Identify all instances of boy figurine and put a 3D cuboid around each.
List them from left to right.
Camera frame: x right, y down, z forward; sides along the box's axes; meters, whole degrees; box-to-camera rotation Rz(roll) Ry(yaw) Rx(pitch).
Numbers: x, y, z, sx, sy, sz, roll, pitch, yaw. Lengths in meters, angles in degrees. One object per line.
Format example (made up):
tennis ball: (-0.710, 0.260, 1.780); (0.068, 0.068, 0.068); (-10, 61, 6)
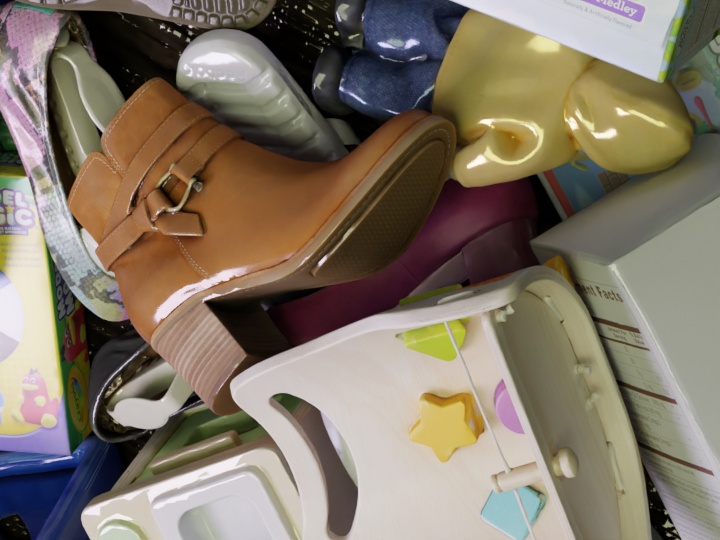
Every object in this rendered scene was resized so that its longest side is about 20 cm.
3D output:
boy figurine: (0.078, -0.099, 1.381); (0.199, 0.064, 0.125); (13, 80, 22)

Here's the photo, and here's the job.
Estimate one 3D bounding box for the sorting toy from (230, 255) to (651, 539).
sorting toy: (0.034, 0.086, 1.344); (0.179, 0.107, 0.201); (-12, 116, 21)

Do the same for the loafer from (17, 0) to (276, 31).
loafer: (-0.131, -0.175, 1.443); (0.199, 0.067, 0.076); (19, 115, 9)

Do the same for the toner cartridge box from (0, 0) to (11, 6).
toner cartridge box: (-0.251, -0.077, 1.500); (0.094, 0.043, 0.201); (10, 94, 17)

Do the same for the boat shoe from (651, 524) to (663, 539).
boat shoe: (0.127, 0.165, 1.518); (0.065, 0.074, 0.201); (-27, 96, 37)

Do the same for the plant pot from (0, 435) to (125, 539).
plant pot: (-0.226, 0.232, 1.588); (0.199, 0.200, 0.181); (-11, 115, 21)

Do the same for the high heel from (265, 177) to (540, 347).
high heel: (0.000, 0.000, 1.445); (0.199, 0.067, 0.097); (-15, 69, 3)

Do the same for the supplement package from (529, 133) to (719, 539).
supplement package: (0.193, 0.047, 1.364); (0.117, 0.117, 0.201); (-31, 103, -12)

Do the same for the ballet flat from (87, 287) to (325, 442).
ballet flat: (-0.080, 0.048, 1.505); (0.068, 0.069, 0.200); (40, 133, -20)

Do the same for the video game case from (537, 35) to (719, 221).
video game case: (0.172, -0.099, 1.407); (0.199, 0.017, 0.144); (-24, 105, 26)

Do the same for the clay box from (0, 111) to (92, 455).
clay box: (-0.220, 0.004, 1.563); (0.114, 0.048, 0.201); (3, 114, 17)

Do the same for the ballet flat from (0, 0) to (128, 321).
ballet flat: (-0.145, -0.056, 1.486); (0.071, 0.069, 0.201); (5, 125, 40)

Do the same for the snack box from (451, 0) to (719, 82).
snack box: (0.080, -0.163, 1.324); (0.199, 0.142, 0.053); (23, 112, 15)

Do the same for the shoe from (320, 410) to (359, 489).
shoe: (0.071, 0.112, 1.429); (0.091, 0.072, 0.200); (-31, 109, 29)

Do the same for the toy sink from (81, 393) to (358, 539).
toy sink: (-0.063, 0.139, 1.487); (0.130, 0.200, 0.112); (-21, 106, 26)

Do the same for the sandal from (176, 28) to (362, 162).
sandal: (-0.027, -0.056, 1.467); (0.082, 0.050, 0.203); (-7, 131, 28)

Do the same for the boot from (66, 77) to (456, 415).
boot: (-0.055, -0.045, 1.392); (0.200, 0.076, 0.156); (-50, 62, 24)
